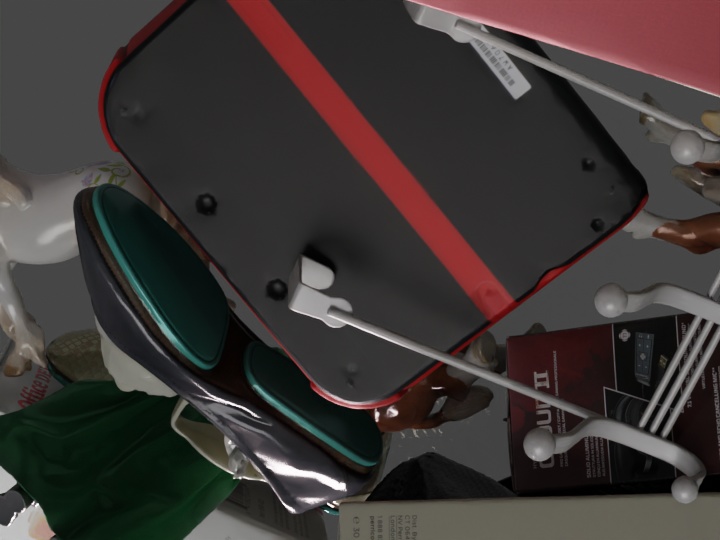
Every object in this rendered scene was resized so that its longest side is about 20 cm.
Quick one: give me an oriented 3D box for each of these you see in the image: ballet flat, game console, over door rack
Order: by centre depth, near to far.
[{"bbox_3d":[0.078,-0.007,0.743,0.198,0.067,0.149,26,108,2],"label":"over door rack"},{"bbox_3d":[0.000,-0.055,0.796,0.176,0.031,0.200,-38,97,15],"label":"game console"},{"bbox_3d":[-0.076,0.046,0.854,0.073,0.073,0.200,-28,119,37],"label":"ballet flat"},{"bbox_3d":[-0.073,0.066,1.004,0.198,0.068,0.063,26,107,-14],"label":"ballet flat"}]

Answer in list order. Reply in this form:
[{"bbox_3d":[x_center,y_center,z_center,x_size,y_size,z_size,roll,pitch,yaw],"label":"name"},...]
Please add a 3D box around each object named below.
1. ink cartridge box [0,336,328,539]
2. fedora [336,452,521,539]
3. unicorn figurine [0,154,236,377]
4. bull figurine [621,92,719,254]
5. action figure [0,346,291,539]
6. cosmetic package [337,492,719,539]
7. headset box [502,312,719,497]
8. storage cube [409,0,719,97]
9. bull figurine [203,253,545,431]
[{"bbox_3d":[-0.124,0.127,0.998,0.198,0.145,0.084,26,98,-8],"label":"ink cartridge box"},{"bbox_3d":[0.040,0.165,0.953,0.200,0.202,0.092,-28,120,37],"label":"fedora"},{"bbox_3d":[-0.167,-0.017,0.928,0.198,0.074,0.139,-10,103,2],"label":"unicorn figurine"},{"bbox_3d":[0.175,-0.078,0.764,0.120,0.065,0.201,11,134,13],"label":"bull figurine"},{"bbox_3d":[-0.090,0.083,0.911,0.118,0.199,0.055,47,135,13],"label":"action figure"},{"bbox_3d":[0.095,0.140,0.823,0.198,0.074,0.104,-2,168,13],"label":"cosmetic package"},{"bbox_3d":[0.168,0.069,0.858,0.198,0.078,0.149,-8,165,26],"label":"headset box"},{"bbox_3d":[0.098,-0.190,0.597,0.198,0.172,0.181,16,138,1],"label":"storage cube"},{"bbox_3d":[0.000,0.000,0.882,0.120,0.065,0.201,-9,130,37],"label":"bull figurine"}]
